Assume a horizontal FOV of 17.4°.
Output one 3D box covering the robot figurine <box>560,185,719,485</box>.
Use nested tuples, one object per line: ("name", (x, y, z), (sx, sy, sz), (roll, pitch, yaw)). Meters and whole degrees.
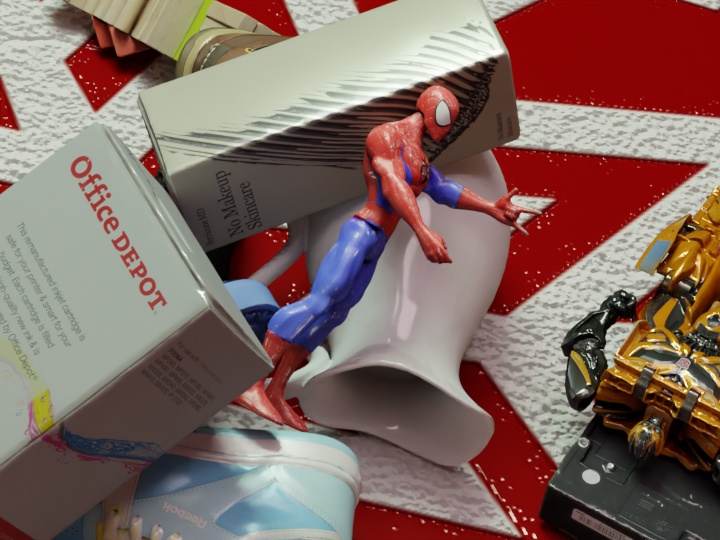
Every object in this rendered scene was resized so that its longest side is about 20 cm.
("robot figurine", (0.203, 0.035, 1.354), (0.145, 0.058, 0.200), (26, 47, 16))

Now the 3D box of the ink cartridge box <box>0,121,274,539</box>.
("ink cartridge box", (-0.165, 0.045, 1.206), (0.200, 0.083, 0.146), (-37, 53, 4))

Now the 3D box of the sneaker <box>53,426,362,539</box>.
("sneaker", (-0.096, 0.150, 1.230), (0.199, 0.080, 0.131), (-1, 52, -3))

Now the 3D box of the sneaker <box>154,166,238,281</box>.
("sneaker", (-0.105, -0.016, 1.375), (0.076, 0.091, 0.200), (9, 48, -3))

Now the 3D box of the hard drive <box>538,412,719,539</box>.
("hard drive", (0.208, 0.102, 1.357), (0.139, 0.038, 0.200), (27, 49, 15))

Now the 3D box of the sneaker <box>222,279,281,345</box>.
("sneaker", (-0.142, 0.044, 1.285), (0.200, 0.070, 0.078), (-26, 56, 2))

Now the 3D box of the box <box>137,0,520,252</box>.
("box", (-0.016, -0.086, 1.310), (0.199, 0.082, 0.068), (-21, 54, -4))

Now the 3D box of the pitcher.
("pitcher", (0.000, 0.000, 1.361), (0.171, 0.121, 0.200), (11, 56, -7))

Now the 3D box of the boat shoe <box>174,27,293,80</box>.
("boat shoe", (-0.014, -0.112, 1.468), (0.200, 0.072, 0.068), (1, 12, -30))

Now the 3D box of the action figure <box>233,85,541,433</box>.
("action figure", (0.020, 0.001, 1.255), (0.099, 0.065, 0.200), (25, 89, 18))

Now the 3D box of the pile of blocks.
("pile of blocks", (-0.127, -0.157, 1.537), (0.200, 0.082, 0.062), (30, 91, 29))
